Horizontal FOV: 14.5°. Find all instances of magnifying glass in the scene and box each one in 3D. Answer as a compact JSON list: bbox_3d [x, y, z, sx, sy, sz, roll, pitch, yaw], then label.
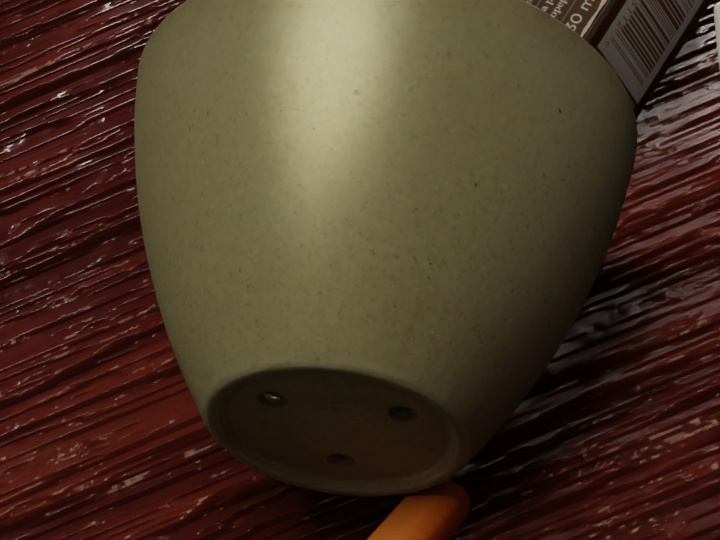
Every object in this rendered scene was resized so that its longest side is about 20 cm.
[{"bbox_3d":[-0.011,0.126,1.006,0.079,0.023,0.200,-1,20,28],"label":"magnifying glass"}]

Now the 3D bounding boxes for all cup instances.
[{"bbox_3d":[0.000,0.000,1.077,0.199,0.200,0.144,-5,56,24],"label":"cup"}]

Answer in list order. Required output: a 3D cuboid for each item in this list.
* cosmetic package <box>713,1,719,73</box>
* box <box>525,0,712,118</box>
[{"bbox_3d":[0.197,-0.025,1.027,0.107,0.085,0.201,-25,47,30],"label":"cosmetic package"},{"bbox_3d":[0.053,-0.146,1.244,0.199,0.075,0.100,26,78,36],"label":"box"}]
